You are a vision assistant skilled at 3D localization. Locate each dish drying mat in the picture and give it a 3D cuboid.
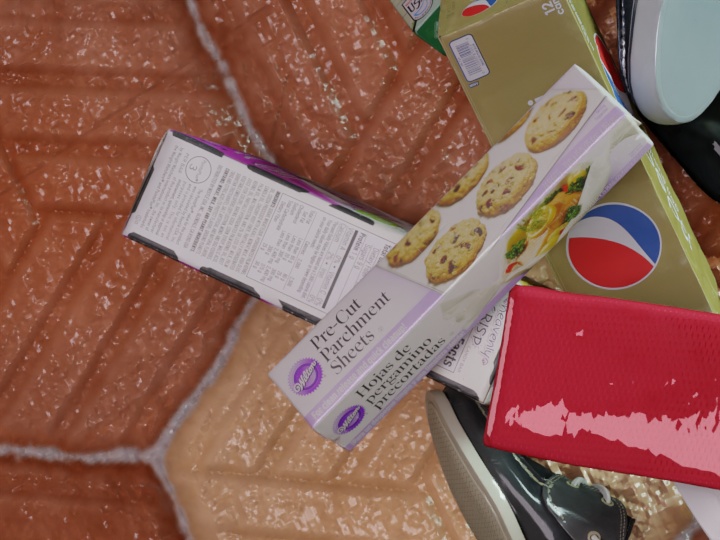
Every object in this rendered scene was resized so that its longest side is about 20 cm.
[{"bbox_3d":[0.155,0.057,1.141,0.199,0.018,0.077,8,85,21],"label":"dish drying mat"}]

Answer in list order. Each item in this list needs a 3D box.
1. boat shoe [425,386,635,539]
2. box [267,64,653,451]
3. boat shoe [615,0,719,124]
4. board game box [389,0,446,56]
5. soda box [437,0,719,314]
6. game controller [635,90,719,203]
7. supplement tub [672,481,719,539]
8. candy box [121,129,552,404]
[{"bbox_3d":[0.101,0.134,1.280,0.068,0.072,0.200,-32,73,-15],"label":"boat shoe"},{"bbox_3d":[0.045,-0.005,1.167,0.200,0.039,0.041,-45,56,6],"label":"box"},{"bbox_3d":[0.137,-0.163,1.264,0.091,0.071,0.201,-2,69,39],"label":"boat shoe"},{"bbox_3d":[0.075,-0.218,1.276,0.200,0.029,0.135,-48,42,14],"label":"board game box"},{"bbox_3d":[0.107,-0.049,1.235,0.064,0.068,0.200,-22,112,13],"label":"soda box"},{"bbox_3d":[0.228,-0.122,1.272,0.200,0.042,0.104,-41,92,10],"label":"game controller"},{"bbox_3d":[0.250,0.065,1.193,0.200,0.145,0.145,-36,78,11],"label":"supplement tub"},{"bbox_3d":[0.000,0.000,1.273,0.200,0.136,0.061,25,94,15],"label":"candy box"}]
